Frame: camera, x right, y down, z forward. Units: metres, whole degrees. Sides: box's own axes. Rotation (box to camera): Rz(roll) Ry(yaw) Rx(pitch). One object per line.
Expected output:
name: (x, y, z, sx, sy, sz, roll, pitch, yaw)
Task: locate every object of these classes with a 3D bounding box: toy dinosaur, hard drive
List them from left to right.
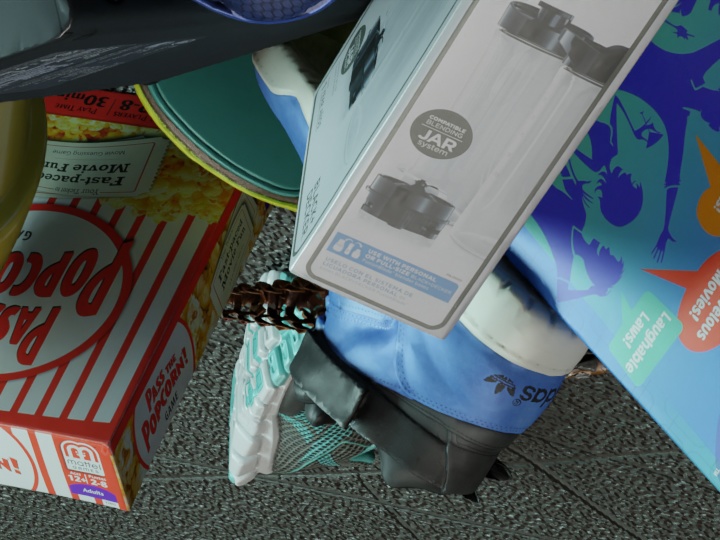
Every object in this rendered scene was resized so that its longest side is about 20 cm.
hard drive: (-0.088, -0.087, 0.873, 0.139, 0.033, 0.200, -14, 180, 35)
toy dinosaur: (0.031, 0.034, 1.154, 0.199, 0.136, 0.103, -12, 111, -6)

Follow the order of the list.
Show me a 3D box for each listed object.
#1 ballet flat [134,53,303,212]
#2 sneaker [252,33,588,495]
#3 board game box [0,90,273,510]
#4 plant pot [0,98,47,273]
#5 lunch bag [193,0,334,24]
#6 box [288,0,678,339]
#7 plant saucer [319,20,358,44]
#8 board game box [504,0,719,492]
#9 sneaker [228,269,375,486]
ballet flat: (-0.012, -0.052, 1.088, 0.199, 0.067, 0.067, 22, 175, -13)
sneaker: (-0.001, 0.000, 0.955, 0.077, 0.111, 0.200, 5, -144, -49)
board game box: (-0.137, 0.004, 1.108, 0.151, 0.201, 0.046, 8, 139, 17)
plant pot: (-0.210, -0.092, 1.000, 0.200, 0.202, 0.189, 23, 140, -11)
lunch bag: (-0.043, -0.183, 0.765, 0.199, 0.133, 0.136, 30, 131, -26)
box: (0.050, -0.090, 0.815, 0.060, 0.117, 0.200, 24, 123, -13)
plant saucer: (0.031, -0.131, 0.935, 0.199, 0.031, 0.200, 14, 153, 7)
board game box: (0.136, -0.019, 0.833, 0.045, 0.200, 0.153, -2, 132, -47)
sneaker: (-0.018, 0.056, 1.309, 0.091, 0.078, 0.200, 4, 159, -7)
